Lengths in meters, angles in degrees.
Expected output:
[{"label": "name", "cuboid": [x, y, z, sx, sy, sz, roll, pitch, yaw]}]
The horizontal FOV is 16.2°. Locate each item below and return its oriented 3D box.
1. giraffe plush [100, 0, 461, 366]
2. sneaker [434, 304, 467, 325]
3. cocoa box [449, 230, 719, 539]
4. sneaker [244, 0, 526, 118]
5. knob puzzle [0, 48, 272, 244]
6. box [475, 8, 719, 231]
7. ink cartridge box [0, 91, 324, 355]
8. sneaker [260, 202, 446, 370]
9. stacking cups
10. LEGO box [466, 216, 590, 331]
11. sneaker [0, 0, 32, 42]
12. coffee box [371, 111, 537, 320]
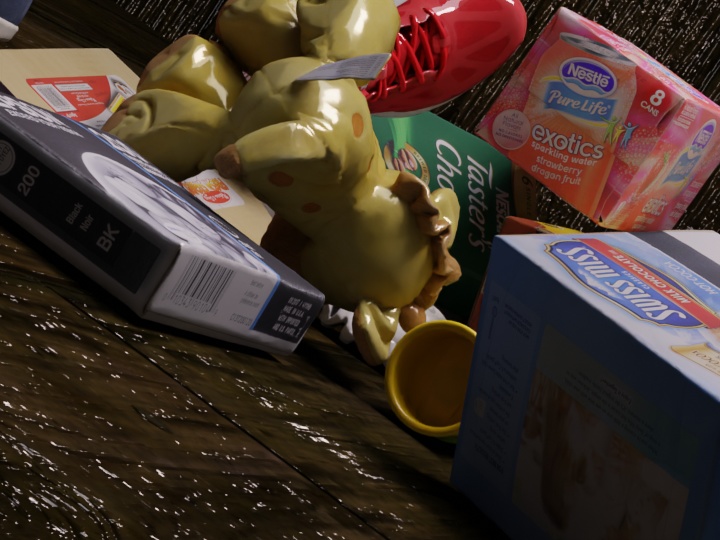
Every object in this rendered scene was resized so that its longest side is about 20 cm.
[{"label": "giraffe plush", "cuboid": [-0.016, -0.047, 1.325, 0.200, 0.172, 0.163, 20, -34, 55]}, {"label": "sneaker", "cuboid": [0.106, 0.058, 1.667, 0.199, 0.078, 0.082, 30, 11, -24]}, {"label": "cocoa box", "cuboid": [0.147, 0.076, 1.131, 0.130, 0.134, 0.200, -1, 22, -28]}, {"label": "sneaker", "cuboid": [0.016, -0.115, 1.484, 0.116, 0.199, 0.079, -141, -149, -74]}, {"label": "knob puzzle", "cuboid": [-0.114, -0.043, 1.385, 0.219, 0.030, 0.220, 38, 16, -13]}, {"label": "box", "cuboid": [0.162, -0.089, 1.605, 0.102, 0.095, 0.200, 38, 10, 16]}, {"label": "ink cartridge box", "cuboid": [-0.129, -0.038, 1.167, 0.199, 0.044, 0.198, 34, 4, 18]}, {"label": "sneaker", "cuboid": [0.000, 0.000, 1.485, 0.199, 0.081, 0.075, 36, 2, -1]}, {"label": "stacking cups", "cuboid": [0.068, 0.069, 1.377, 0.060, 0.061, 0.200, 35, 3, 18]}, {"label": "LEGO box", "cuboid": [0.183, 0.038, 1.498, 0.148, 0.078, 0.199, 26, 10, 38]}, {"label": "sneaker", "cuboid": [-0.317, -0.252, 1.835, 0.199, 0.085, 0.075, 34, 4, -1]}, {"label": "coffee box", "cuboid": [0.027, -0.051, 1.604, 0.199, 0.044, 0.124, 28, 44, -27]}]
